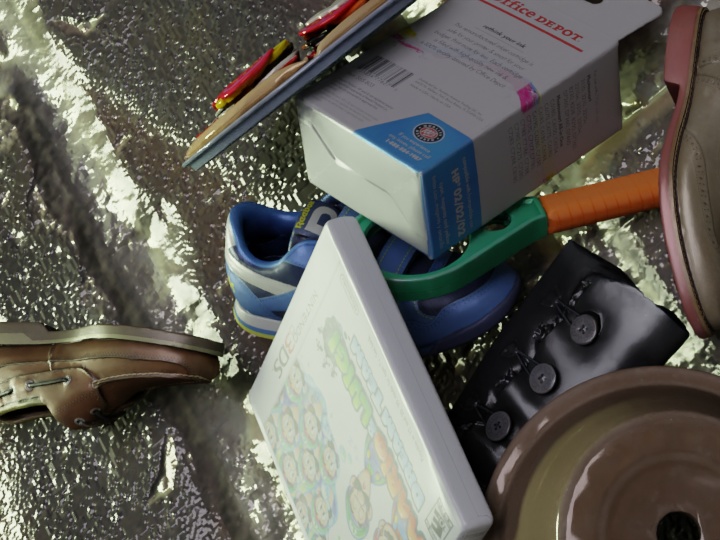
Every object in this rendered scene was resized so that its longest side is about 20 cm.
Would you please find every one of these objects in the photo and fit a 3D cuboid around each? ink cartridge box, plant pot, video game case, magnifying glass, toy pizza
[{"bbox_3d":[0.075,-0.103,1.160,0.199,0.068,0.115,-34,46,-25],"label":"ink cartridge box"},{"bbox_3d":[0.153,0.135,0.975,0.198,0.175,0.202,-1,77,6],"label":"plant pot"},{"bbox_3d":[-0.001,0.103,1.110,0.201,0.024,0.183,65,149,29],"label":"video game case"},{"bbox_3d":[0.086,-0.028,1.138,0.198,0.023,0.080,-12,39,-8],"label":"magnifying glass"},{"bbox_3d":[-0.035,-0.131,1.203,0.200,0.200,0.032,-37,95,13],"label":"toy pizza"}]

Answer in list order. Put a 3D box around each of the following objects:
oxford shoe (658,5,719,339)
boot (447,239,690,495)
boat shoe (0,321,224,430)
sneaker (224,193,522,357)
[{"bbox_3d":[0.211,-0.061,1.108,0.074,0.070,0.202,-3,72,22],"label":"oxford shoe"},{"bbox_3d":[0.117,0.104,1.110,0.200,0.066,0.165,-48,59,1],"label":"boot"},{"bbox_3d":[-0.170,0.072,1.275,0.199,0.072,0.069,-2,76,38],"label":"boat shoe"},{"bbox_3d":[0.000,0.000,1.182,0.198,0.083,0.074,3,36,27],"label":"sneaker"}]
